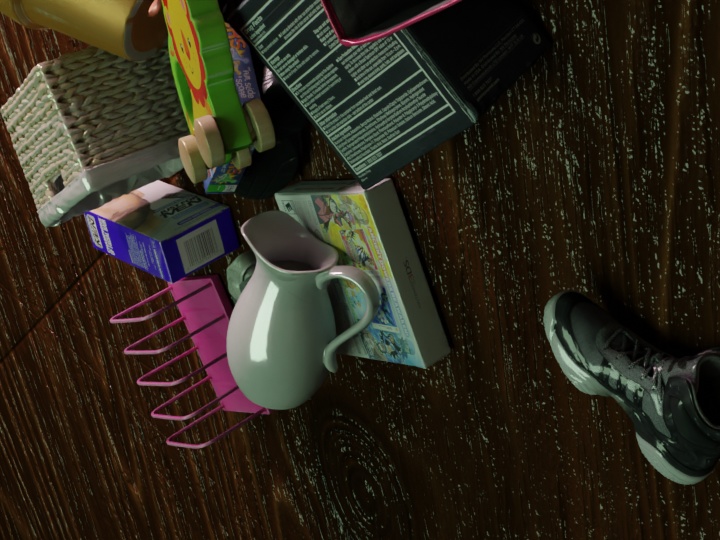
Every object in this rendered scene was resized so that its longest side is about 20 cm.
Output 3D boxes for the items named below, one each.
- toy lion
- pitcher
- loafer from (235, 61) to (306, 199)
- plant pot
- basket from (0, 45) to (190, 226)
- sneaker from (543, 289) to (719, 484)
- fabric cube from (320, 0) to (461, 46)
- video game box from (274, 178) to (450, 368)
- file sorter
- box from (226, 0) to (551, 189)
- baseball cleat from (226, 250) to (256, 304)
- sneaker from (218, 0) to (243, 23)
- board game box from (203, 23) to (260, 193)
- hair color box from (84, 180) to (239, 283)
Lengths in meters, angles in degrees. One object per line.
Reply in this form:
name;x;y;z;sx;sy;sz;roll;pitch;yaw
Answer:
toy lion;-0.147;-0.189;1.270;0.200;0.068;0.194;166;85;-76
pitcher;-0.062;0.059;1.482;0.171;0.121;0.202;28;127;25
loafer;-0.096;-0.155;1.488;0.201;0.072;0.073;117;153;-49
plant pot;-0.287;-0.331;1.515;0.182;0.200;0.201;34;143;13
basket;-0.301;-0.173;1.640;0.198;0.199;0.162;-21;95;59
sneaker;0.246;0.080;1.153;0.200;0.075;0.114;49;147;8
fabric cube;0.069;-0.301;0.976;0.196;0.198;0.202;-9;107;57
video game box;0.000;0.000;1.479;0.182;0.047;0.202;7;121;58
file sorter;-0.231;0.125;1.852;0.138;0.125;0.202;-5;111;57
box;0.021;-0.204;1.172;0.199;0.123;0.200;50;150;-9
baseball cleat;-0.111;0.028;1.645;0.199;0.069;0.107;-9;108;57
sneaker;-0.137;-0.303;1.337;0.200;0.111;0.077;42;163;50
board game box;-0.151;-0.203;1.466;0.136;0.034;0.202;125;138;-56
hair color box;-0.257;-0.055;1.757;0.199;0.109;0.065;19;130;48
